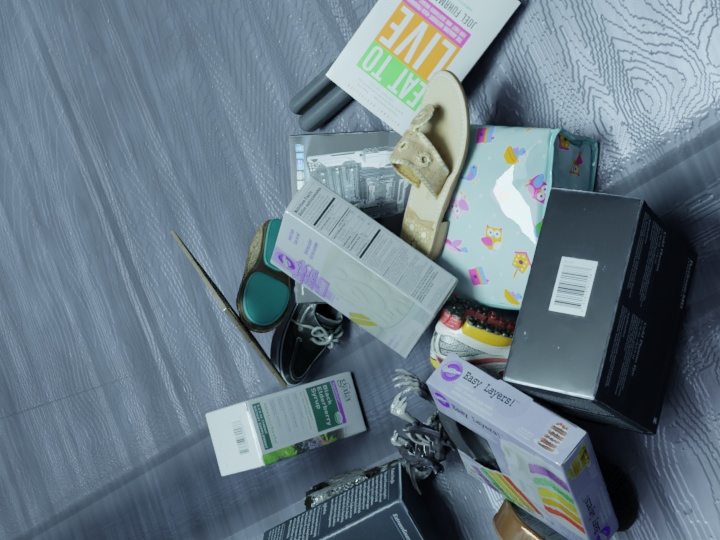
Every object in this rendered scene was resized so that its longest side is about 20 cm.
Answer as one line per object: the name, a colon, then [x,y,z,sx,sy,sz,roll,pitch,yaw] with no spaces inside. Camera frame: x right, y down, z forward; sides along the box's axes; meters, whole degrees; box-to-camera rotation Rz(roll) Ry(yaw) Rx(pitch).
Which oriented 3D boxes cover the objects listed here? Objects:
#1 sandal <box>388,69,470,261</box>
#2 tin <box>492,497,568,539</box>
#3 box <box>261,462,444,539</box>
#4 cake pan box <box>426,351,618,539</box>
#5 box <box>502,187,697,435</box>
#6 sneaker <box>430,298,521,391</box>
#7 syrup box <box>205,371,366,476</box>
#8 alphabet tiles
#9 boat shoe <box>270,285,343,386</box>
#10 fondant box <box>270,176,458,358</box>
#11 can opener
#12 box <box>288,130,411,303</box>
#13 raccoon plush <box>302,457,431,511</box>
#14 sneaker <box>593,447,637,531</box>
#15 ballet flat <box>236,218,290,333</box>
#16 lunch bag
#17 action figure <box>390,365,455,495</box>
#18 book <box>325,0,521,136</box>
sandal: [0.062,-0.107,1.385,0.077,0.069,0.215,25,114,44]
tin: [0.235,0.317,1.419,0.199,0.111,0.042,37,115,26]
box: [-0.003,0.351,1.528,0.198,0.107,0.150,-27,103,9]
cake pan box: [0.169,0.191,1.352,0.199,0.052,0.185,30,155,39]
box: [0.246,0.045,1.300,0.103,0.182,0.203,9,78,35]
sneaker: [0.166,0.101,1.421,0.197,0.078,0.083,22,111,-12]
syrup box: [-0.088,0.187,1.584,0.081,0.199,0.080,-20,84,40]
alphabet tiles: [-0.153,0.056,1.562,0.008,0.201,0.167,-36,46,-5]
boat shoe: [-0.052,0.064,1.622,0.068,0.073,0.202,34,106,43]
fondant box: [0.000,0.000,1.445,0.199,0.058,0.145,36,155,5]
can opener: [-0.017,-0.245,1.562,0.199,0.067,0.054,-38,73,27]
box: [-0.003,-0.064,1.543,0.155,0.050,0.204,-1,93,8]
raccoon plush: [0.014,0.320,1.599,0.198,0.096,0.136,-20,92,35]
sneaker: [0.222,0.209,1.446,0.200,0.060,0.104,47,164,-10]
ballet flat: [-0.122,0.019,1.620,0.070,0.201,0.065,29,130,-13]
lunch bag: [0.162,-0.056,1.424,0.168,0.121,0.204,6,93,35]
action figure: [0.081,0.155,1.502,0.101,0.119,0.202,25,100,-10]
book: [0.072,-0.264,1.468,0.133,0.048,0.201,37,104,2]
